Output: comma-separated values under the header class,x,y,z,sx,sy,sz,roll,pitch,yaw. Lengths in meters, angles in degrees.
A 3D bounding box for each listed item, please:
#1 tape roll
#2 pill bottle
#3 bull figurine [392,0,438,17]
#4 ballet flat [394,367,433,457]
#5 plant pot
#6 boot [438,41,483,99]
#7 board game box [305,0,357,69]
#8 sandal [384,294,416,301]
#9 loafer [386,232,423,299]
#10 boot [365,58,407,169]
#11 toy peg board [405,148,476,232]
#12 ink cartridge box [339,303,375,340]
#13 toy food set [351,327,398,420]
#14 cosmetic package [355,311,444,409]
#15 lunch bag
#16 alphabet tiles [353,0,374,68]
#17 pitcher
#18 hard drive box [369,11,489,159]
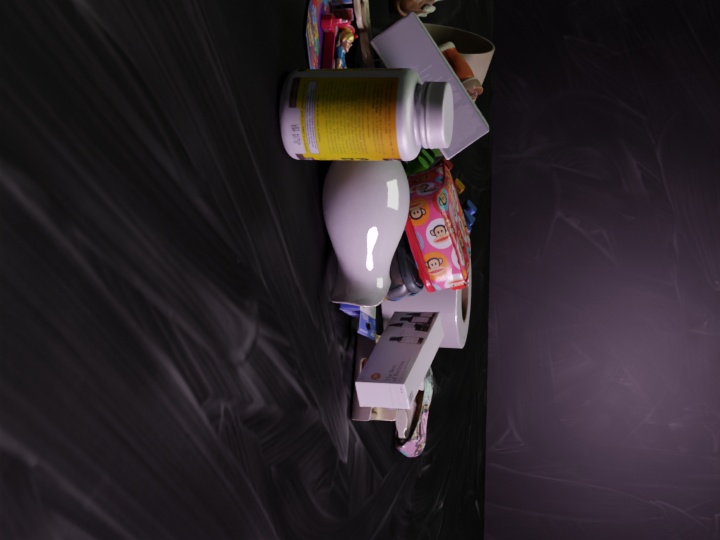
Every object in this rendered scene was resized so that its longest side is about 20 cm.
class,x,y,z,sx,sy,sz,roll,pitch,yaw
tape roll,0.124,0.038,1.986,0.203,0.137,0.206,2,90,-76
pill bottle,0.009,-0.187,1.310,0.109,0.197,0.111,2,90,-76
bull figurine,0.100,-0.545,1.921,0.121,0.065,0.203,3,97,-45
ballet flat,0.097,0.254,2.086,0.071,0.068,0.202,33,58,-52
plant pot,0.125,-0.311,1.911,0.188,0.185,0.202,-62,163,-63
boot,0.093,-0.288,1.781,0.108,0.199,0.075,62,18,10
board game box,-0.031,-0.294,1.473,0.159,0.038,0.202,-70,158,-54
sandal,0.066,0.010,1.764,0.200,0.086,0.081,-79,174,-85
loafer,0.046,-0.050,1.660,0.072,0.062,0.202,35,38,-50
boot,0.026,-0.253,1.666,0.200,0.072,0.152,41,46,-62
toy peg board,0.127,-0.123,1.828,0.199,0.098,0.200,45,25,-7
ink cartridge box,0.000,0.000,1.655,0.119,0.041,0.203,37,53,-75
toy food set,0.034,0.174,1.783,0.200,0.060,0.145,32,61,-75
cosmetic package,0.063,0.134,1.685,0.200,0.082,0.051,-58,140,-54
lunch bag,0.121,-0.055,1.643,0.200,0.081,0.178,-69,140,-69
alphabet tiles,0.003,-0.396,1.577,0.196,0.014,0.203,28,56,-83
pitcher,0.013,-0.070,1.524,0.172,0.120,0.203,-48,142,-68
hard drive box,0.104,-0.271,1.593,0.201,0.076,0.156,57,10,-5
